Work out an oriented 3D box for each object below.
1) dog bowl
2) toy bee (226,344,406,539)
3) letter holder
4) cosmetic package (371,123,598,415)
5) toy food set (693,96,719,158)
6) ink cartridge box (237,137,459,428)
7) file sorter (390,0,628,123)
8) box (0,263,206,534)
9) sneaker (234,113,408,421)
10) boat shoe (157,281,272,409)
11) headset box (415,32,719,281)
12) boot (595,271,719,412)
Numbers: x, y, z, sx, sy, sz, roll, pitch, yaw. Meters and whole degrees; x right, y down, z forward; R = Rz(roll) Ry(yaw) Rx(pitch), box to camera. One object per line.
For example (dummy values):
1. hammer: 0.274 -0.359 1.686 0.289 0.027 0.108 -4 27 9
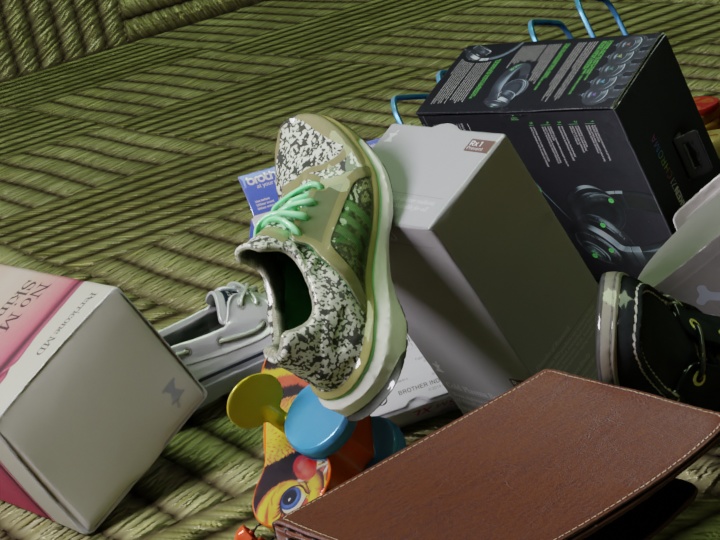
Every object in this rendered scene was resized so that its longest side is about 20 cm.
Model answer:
1. dog bowl: 0.250 -0.018 1.264 0.200 0.059 0.200 -42 4 3
2. toy bee: -0.034 0.113 1.105 0.108 0.131 0.200 -34 22 16
3. letter holder: 0.083 0.141 0.932 0.199 0.101 0.142 -25 22 -37
4. cosmetic package: 0.077 0.009 1.168 0.106 0.200 0.090 9 55 51
5. toy food set: 0.283 -0.118 1.736 0.197 0.049 0.200 0 21 38
6. ink cartridge box: 0.001 0.012 1.294 0.118 0.201 0.042 -17 -21 -15
7. file sorter: 0.146 -0.139 1.633 0.199 0.124 0.139 -27 -3 22
8. box: -0.223 0.080 1.282 0.199 0.109 0.128 7 51 51
9. sneaker: -0.031 -0.016 1.070 0.088 0.201 0.077 23 -48 -39
10. boat shoe: -0.089 0.043 1.381 0.199 0.067 0.073 -32 21 -19
11. headset box: 0.172 -0.084 1.448 0.199 0.175 0.093 2 43 43
12. boot: 0.219 0.050 1.045 0.152 0.074 0.204 -1 -20 24
